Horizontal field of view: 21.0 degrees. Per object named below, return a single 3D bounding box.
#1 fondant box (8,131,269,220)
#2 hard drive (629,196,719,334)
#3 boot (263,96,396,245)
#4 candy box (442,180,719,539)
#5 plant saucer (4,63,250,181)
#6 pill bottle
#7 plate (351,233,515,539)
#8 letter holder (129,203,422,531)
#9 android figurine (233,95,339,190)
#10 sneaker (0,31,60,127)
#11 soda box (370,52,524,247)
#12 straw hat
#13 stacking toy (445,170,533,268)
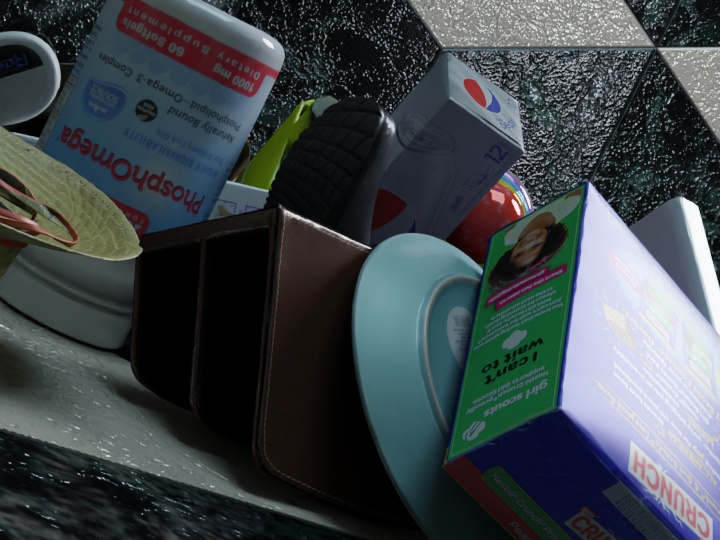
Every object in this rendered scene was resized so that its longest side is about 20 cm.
[{"bbox_3d":[-0.161,-0.044,1.260,0.199,0.059,0.144,11,0,-28],"label":"fondant box"},{"bbox_3d":[0.174,0.071,1.192,0.026,0.132,0.201,23,45,-35],"label":"hard drive"},{"bbox_3d":[0.000,0.000,1.193,0.131,0.201,0.070,19,12,-37],"label":"boot"},{"bbox_3d":[0.133,0.078,1.013,0.169,0.077,0.200,47,29,-20],"label":"candy box"},{"bbox_3d":[-0.183,-0.093,1.451,0.199,0.032,0.200,10,-22,4],"label":"plant saucer"},{"bbox_3d":[-0.131,-0.062,1.113,0.108,0.201,0.109,26,4,-2],"label":"pill bottle"},{"bbox_3d":[0.065,0.070,1.028,0.025,0.201,0.200,-24,-28,31],"label":"plate"},{"bbox_3d":[-0.022,0.067,1.045,0.100,0.143,0.200,-10,-21,36],"label":"letter holder"},{"bbox_3d":[-0.071,-0.039,1.394,0.041,0.183,0.200,28,-39,-12],"label":"android figurine"},{"bbox_3d":[-0.284,-0.106,1.203,0.199,0.074,0.112,-8,8,-7],"label":"sneaker"},{"bbox_3d":[0.018,-0.040,1.245,0.063,0.200,0.068,33,27,-19],"label":"soda box"},{"bbox_3d":[-0.207,-0.020,0.935,0.200,0.085,0.201,28,10,-5],"label":"straw hat"},{"bbox_3d":[0.081,-0.037,1.337,0.085,0.086,0.200,27,2,2],"label":"stacking toy"}]
